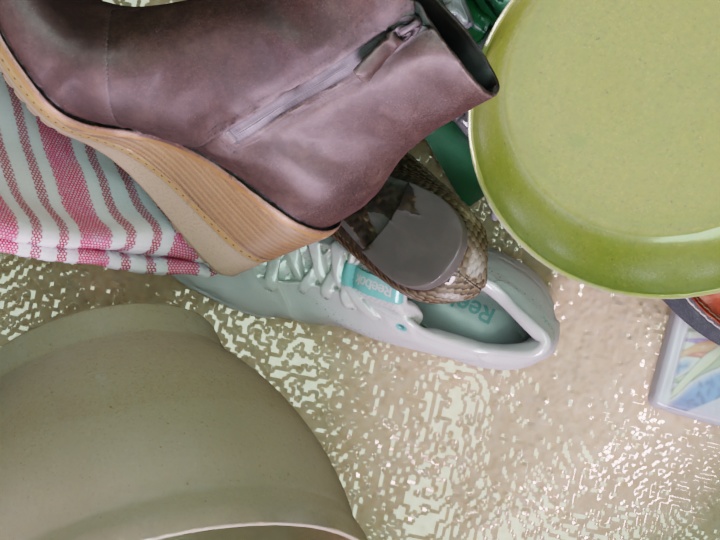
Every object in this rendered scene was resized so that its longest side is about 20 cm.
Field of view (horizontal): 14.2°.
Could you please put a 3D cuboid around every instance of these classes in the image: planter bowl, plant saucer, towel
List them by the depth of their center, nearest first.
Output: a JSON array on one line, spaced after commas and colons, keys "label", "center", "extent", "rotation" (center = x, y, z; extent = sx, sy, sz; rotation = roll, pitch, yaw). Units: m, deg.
[{"label": "towel", "center": [-0.150, -0.071, 1.283], "extent": [0.030, 0.200, 0.147], "rotation": [-38, 59, 35]}, {"label": "plant saucer", "center": [0.144, -0.080, 1.284], "extent": [0.199, 0.031, 0.201], "rotation": [-4, 121, -6]}, {"label": "planter bowl", "center": [-0.107, 0.100, 1.304], "extent": [0.199, 0.200, 0.135], "rotation": [-15, 64, -6]}]

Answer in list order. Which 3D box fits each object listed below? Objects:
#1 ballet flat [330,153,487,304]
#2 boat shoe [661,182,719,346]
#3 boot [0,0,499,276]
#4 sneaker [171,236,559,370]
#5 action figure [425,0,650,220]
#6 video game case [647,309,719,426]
[{"label": "ballet flat", "center": [-0.002, -0.045, 1.329], "extent": [0.067, 0.200, 0.046], "rotation": [-53, 138, 7]}, {"label": "boat shoe", "center": [0.147, -0.043, 1.366], "extent": [0.071, 0.063, 0.200], "rotation": [-33, 84, 2]}, {"label": "boot", "center": [-0.058, -0.105, 1.251], "extent": [0.166, 0.072, 0.200], "rotation": [-37, 106, 28]}, {"label": "sneaker", "center": [0.000, 0.000, 1.350], "extent": [0.199, 0.089, 0.076], "rotation": [14, 97, -4]}, {"label": "action figure", "center": [0.031, -0.117, 1.323], "extent": [0.200, 0.118, 0.055], "rotation": [53, 41, -15]}, {"label": "video game case", "center": [0.253, -0.006, 1.410], "extent": [0.182, 0.022, 0.201], "rotation": [16, 88, -5]}]
